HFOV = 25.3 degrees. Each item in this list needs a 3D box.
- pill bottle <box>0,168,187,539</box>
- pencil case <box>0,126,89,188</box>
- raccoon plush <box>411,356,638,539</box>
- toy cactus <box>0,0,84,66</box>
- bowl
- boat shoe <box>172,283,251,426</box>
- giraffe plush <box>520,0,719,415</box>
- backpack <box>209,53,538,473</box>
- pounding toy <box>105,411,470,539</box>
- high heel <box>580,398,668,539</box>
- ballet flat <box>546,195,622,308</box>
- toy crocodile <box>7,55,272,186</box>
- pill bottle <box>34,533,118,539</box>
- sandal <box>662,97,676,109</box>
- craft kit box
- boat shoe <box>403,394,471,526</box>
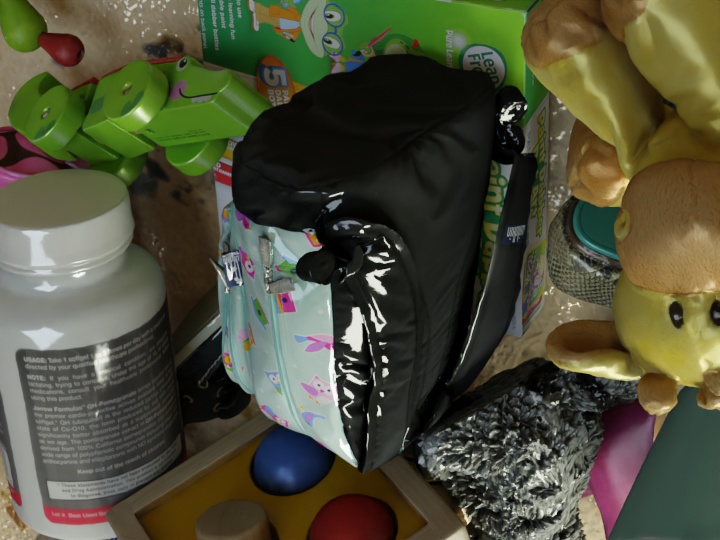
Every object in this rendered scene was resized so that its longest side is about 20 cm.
[{"bbox_3d":[-0.164,0.048,0.939,0.110,0.111,0.201,10,120,24],"label":"pill bottle"},{"bbox_3d":[-0.208,0.012,1.026,0.093,0.091,0.201,13,111,24],"label":"pencil case"},{"bbox_3d":[0.112,0.121,0.867,0.134,0.097,0.200,59,149,-2],"label":"raccoon plush"},{"bbox_3d":[-0.226,-0.218,0.916,0.164,0.102,0.201,19,138,31],"label":"toy cactus"},{"bbox_3d":[0.230,0.107,0.814,0.200,0.106,0.201,9,165,2],"label":"bowl"},{"bbox_3d":[-0.104,0.073,1.037,0.066,0.075,0.199,37,126,-9],"label":"boat shoe"},{"bbox_3d":[0.150,-0.022,0.686,0.172,0.163,0.200,-18,124,41],"label":"giraffe plush"},{"bbox_3d":[0.000,0.000,0.836,0.126,0.167,0.201,31,136,34],"label":"backpack"},{"bbox_3d":[-0.049,0.174,0.884,0.184,0.200,0.143,44,161,47],"label":"pounding toy"},{"bbox_3d":[0.188,0.166,0.933,0.096,0.067,0.201,-29,89,50],"label":"high heel"},{"bbox_3d":[0.192,0.014,0.832,0.199,0.068,0.075,17,147,6],"label":"ballet flat"},{"bbox_3d":[-0.129,-0.091,0.915,0.199,0.062,0.067,-6,151,45],"label":"toy crocodile"},{"bbox_3d":[-0.138,0.197,1.111,0.199,0.111,0.111,-20,108,37],"label":"pill bottle"},{"bbox_3d":[0.120,-0.148,0.757,0.079,0.087,0.201,5,124,25],"label":"sandal"},{"bbox_3d":[0.008,-0.074,0.898,0.197,0.049,0.201,10,124,21],"label":"craft kit box"},{"bbox_3d":[0.071,0.138,0.994,0.073,0.063,0.201,11,126,56],"label":"boat shoe"}]
